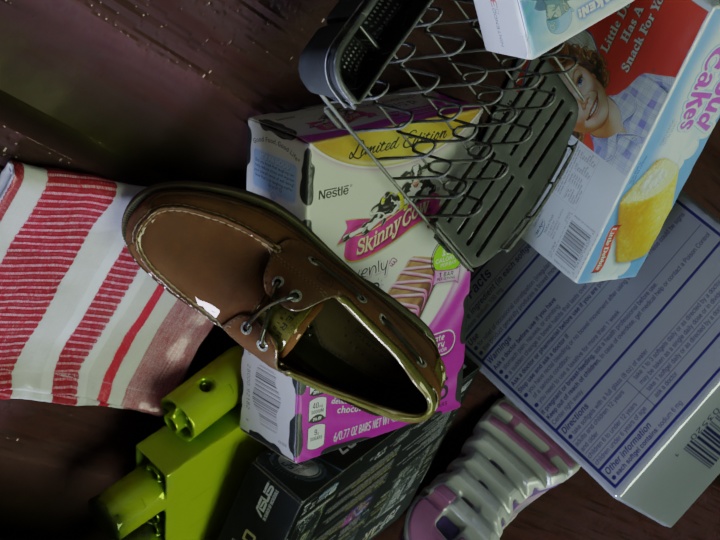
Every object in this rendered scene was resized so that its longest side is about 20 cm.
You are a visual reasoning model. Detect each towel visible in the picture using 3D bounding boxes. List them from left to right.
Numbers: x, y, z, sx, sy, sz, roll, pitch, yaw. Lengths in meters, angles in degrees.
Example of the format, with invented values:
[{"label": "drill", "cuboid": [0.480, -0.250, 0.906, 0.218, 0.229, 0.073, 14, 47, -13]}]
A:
[{"label": "towel", "cuboid": [-0.149, 0.015, 1.041, 0.200, 0.023, 0.144, 11, 115, -51]}]

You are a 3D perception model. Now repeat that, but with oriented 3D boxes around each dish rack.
[{"label": "dish rack", "cuboid": [0.060, -0.102, 1.041, 0.200, 0.055, 0.153, 49, 66, -33]}]

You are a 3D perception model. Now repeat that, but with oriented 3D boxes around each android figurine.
[{"label": "android figurine", "cuboid": [-0.087, 0.120, 1.177, 0.200, 0.041, 0.182, -36, 152, -29]}]

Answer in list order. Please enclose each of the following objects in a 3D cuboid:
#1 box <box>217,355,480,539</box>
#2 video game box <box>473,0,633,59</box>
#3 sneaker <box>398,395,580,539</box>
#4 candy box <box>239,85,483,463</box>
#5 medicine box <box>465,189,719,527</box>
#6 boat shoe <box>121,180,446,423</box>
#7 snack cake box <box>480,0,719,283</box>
[{"label": "box", "cuboid": [-0.016, 0.145, 1.229, 0.200, 0.044, 0.160, -33, 155, -45]}, {"label": "video game box", "cuboid": [0.131, -0.238, 1.000, 0.200, 0.047, 0.182, -31, 117, -26]}, {"label": "sneaker", "cuboid": [0.096, 0.164, 1.407, 0.200, 0.080, 0.088, -41, 171, -30]}, {"label": "candy box", "cuboid": [0.000, 0.000, 1.103, 0.136, 0.061, 0.200, -15, 117, -38]}, {"label": "medicine box", "cuboid": [0.185, 0.038, 1.258, 0.182, 0.200, 0.103, -49, 145, 4]}, {"label": "boat shoe", "cuboid": [-0.038, 0.017, 1.003, 0.200, 0.068, 0.072, 27, 107, -14]}, {"label": "snack cake box", "cuboid": [0.157, -0.106, 1.162, 0.067, 0.115, 0.200, -6, 129, -44]}]
